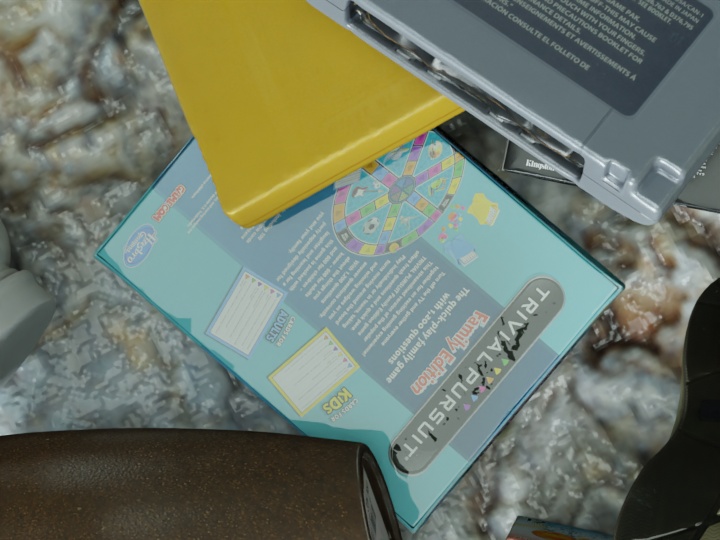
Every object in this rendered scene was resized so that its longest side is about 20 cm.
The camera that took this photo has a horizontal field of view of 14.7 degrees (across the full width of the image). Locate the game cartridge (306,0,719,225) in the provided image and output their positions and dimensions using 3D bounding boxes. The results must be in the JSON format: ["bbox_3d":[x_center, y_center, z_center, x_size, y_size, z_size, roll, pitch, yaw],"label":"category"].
[{"bbox_3d":[0.082,-0.122,1.199,0.200,0.042,0.133,35,64,12],"label":"game cartridge"}]

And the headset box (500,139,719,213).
[{"bbox_3d":[0.157,-0.128,1.273,0.149,0.077,0.200,10,92,8],"label":"headset box"}]

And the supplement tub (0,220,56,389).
[{"bbox_3d":[-0.255,-0.007,1.298,0.200,0.145,0.145,42,96,5],"label":"supplement tub"}]

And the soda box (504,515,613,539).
[{"bbox_3d":[0.159,0.167,1.285,0.200,0.068,0.064,12,96,7],"label":"soda box"}]

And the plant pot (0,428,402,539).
[{"bbox_3d":[-0.083,0.145,1.256,0.200,0.187,0.187,-15,90,9],"label":"plant pot"}]

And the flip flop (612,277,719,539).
[{"bbox_3d":[0.166,0.089,1.258,0.081,0.058,0.200,6,54,16],"label":"flip flop"}]

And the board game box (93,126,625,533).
[{"bbox_3d":[0.000,0.000,1.313,0.200,0.047,0.151,41,96,5],"label":"board game box"}]

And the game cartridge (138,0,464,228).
[{"bbox_3d":[-0.017,-0.144,1.279,0.176,0.032,0.200,-28,68,13],"label":"game cartridge"}]
